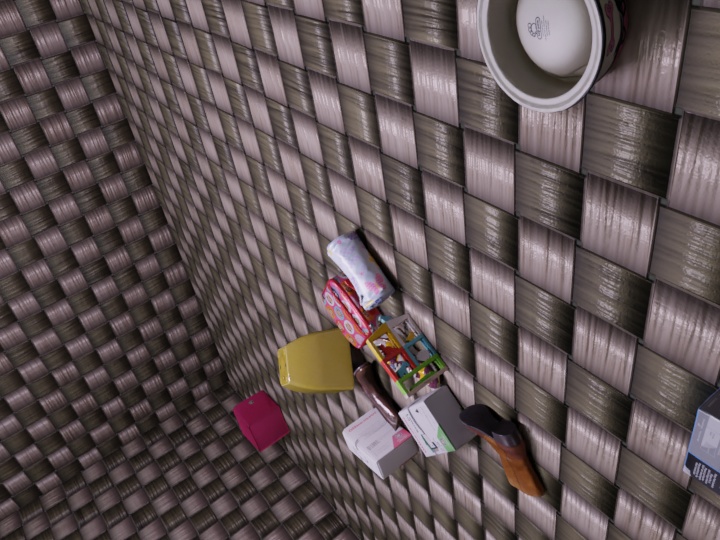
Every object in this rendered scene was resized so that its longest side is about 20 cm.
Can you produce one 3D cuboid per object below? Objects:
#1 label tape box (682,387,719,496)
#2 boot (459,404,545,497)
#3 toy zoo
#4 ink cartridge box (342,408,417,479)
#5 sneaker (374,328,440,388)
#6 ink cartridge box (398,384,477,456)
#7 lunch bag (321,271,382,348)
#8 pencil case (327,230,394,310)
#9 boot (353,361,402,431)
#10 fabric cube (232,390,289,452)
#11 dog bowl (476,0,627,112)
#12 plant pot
[{"bbox_3d":[0.547,0.269,0.851,0.200,0.066,0.144,37,148,44],"label":"label tape box"},{"bbox_3d":[0.327,0.414,1.479,0.188,0.068,0.201,5,129,53],"label":"boot"},{"bbox_3d":[0.104,0.194,1.554,0.200,0.131,0.020,53,155,14],"label":"toy zoo"},{"bbox_3d":[0.060,0.538,2.007,0.200,0.146,0.083,25,140,53],"label":"ink cartridge box"},{"bbox_3d":[0.116,0.241,1.633,0.200,0.090,0.075,44,152,33],"label":"sneaker"},{"bbox_3d":[0.196,0.394,1.656,0.146,0.084,0.200,56,155,10],"label":"ink cartridge box"},{"bbox_3d":[-0.017,0.103,1.763,0.200,0.082,0.176,52,151,13],"label":"lunch bag"},{"bbox_3d":[0.000,0.000,1.593,0.200,0.091,0.083,57,-164,12],"label":"pencil case"},{"bbox_3d":[0.062,0.383,1.931,0.200,0.064,0.187,52,168,25],"label":"boot"},{"bbox_3d":[-0.529,0.797,3.397,0.199,0.196,0.201,27,140,51],"label":"fabric cube"},{"bbox_3d":[0.240,-0.305,0.797,0.200,0.074,0.201,45,153,31],"label":"dog bowl"},{"bbox_3d":[-0.150,0.292,2.004,0.195,0.199,0.195,146,119,-65],"label":"plant pot"}]
